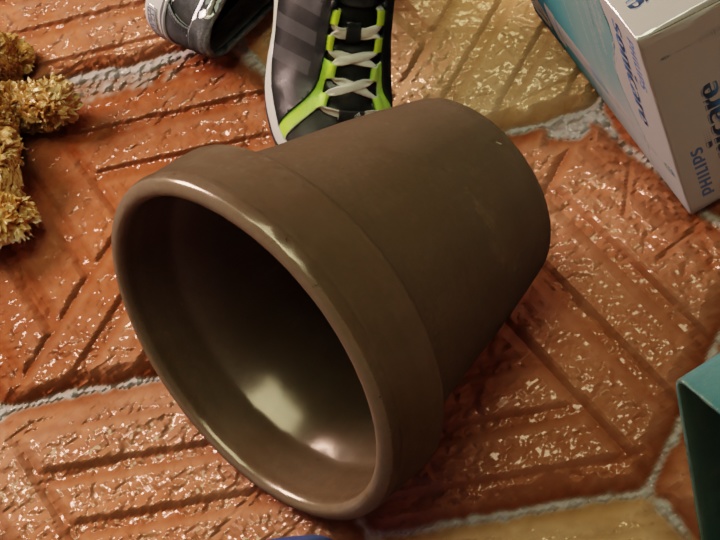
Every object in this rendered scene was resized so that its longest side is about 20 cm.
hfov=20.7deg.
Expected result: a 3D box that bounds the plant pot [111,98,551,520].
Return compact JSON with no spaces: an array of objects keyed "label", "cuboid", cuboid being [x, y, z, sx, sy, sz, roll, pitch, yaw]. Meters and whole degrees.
[{"label":"plant pot","cuboid":[0.000,0.000,1.012,0.200,0.200,0.175,27,49,36]}]

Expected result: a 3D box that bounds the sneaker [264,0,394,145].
[{"label":"sneaker","cuboid":[-0.016,-0.142,1.133,0.072,0.083,0.200,-3,77,-18]}]

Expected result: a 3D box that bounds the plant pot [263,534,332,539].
[{"label":"plant pot","cuboid":[-0.073,0.228,0.848,0.200,0.180,0.200,-11,52,14]}]

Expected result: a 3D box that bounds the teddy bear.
[{"label":"teddy bear","cuboid":[-0.252,-0.089,1.243,0.145,0.067,0.200,1,55,20]}]

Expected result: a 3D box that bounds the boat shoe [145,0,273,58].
[{"label":"boat shoe","cuboid":[-0.049,-0.215,1.255,0.068,0.072,0.200,30,69,36]}]

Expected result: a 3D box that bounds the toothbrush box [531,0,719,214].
[{"label":"toothbrush box","cuboid":[0.154,-0.153,1.075,0.085,0.146,0.200,-28,48,0]}]

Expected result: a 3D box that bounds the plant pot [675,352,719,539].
[{"label":"plant pot","cuboid":[0.266,0.072,0.867,0.200,0.141,0.141,-35,49,-16]}]
